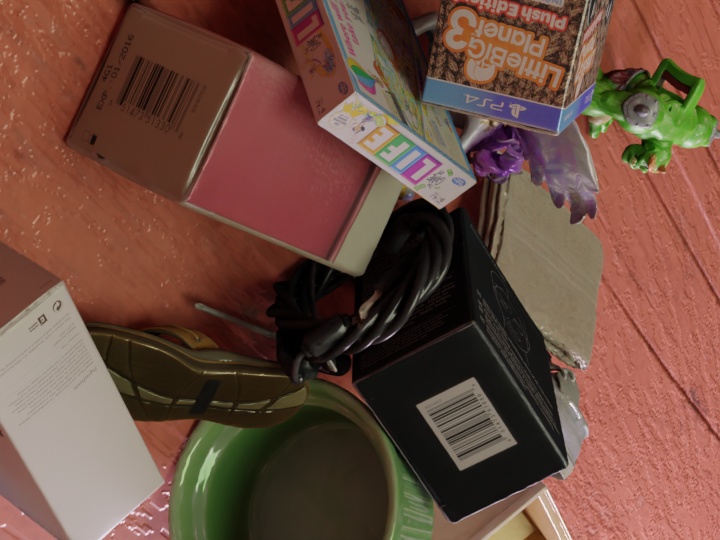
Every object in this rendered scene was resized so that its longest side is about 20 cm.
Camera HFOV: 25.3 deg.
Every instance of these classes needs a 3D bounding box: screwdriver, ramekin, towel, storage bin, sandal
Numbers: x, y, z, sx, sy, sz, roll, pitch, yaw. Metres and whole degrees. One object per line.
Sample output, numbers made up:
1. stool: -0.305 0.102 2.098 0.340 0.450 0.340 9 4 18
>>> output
1. screwdriver: -0.065 0.054 1.265 0.200 0.029 0.028 27 90 -57
2. ramekin: -0.041 0.187 1.247 0.200 0.200 0.098 -63 149 -1
3. towel: 0.160 -0.003 1.446 0.200 0.034 0.133 37 56 -46
4. storage bin: 0.089 0.276 1.478 0.200 0.094 0.199 -39 142 -7
5. sandal: -0.130 0.070 1.170 0.200 0.054 0.080 11 131 -31

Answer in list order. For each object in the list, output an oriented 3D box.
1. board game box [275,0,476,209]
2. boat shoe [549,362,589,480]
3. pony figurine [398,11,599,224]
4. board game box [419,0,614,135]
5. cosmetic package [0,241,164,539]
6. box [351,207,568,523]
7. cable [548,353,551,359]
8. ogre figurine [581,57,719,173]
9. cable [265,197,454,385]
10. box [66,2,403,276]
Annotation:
1. board game box: 0.001 -0.149 1.091 0.034 0.200 0.134 -36 138 21
2. boat shoe: 0.164 0.119 1.453 0.072 0.070 0.201 -56 148 -18
3. pony figurine: 0.098 -0.130 1.277 0.200 0.167 0.193 -22 120 -21
4. board game box: 0.123 -0.209 1.097 0.159 0.097 0.200 -41 144 -69
5. cosmetic package: -0.217 0.081 1.049 0.085 0.108 0.200 -42 136 -25
6. box: 0.075 0.069 1.259 0.107 0.200 0.149 -28 113 14
7. cable: 0.097 0.105 1.468 0.163 0.051 0.200 -52 143 -6
8. ogre figurine: 0.243 -0.148 1.435 0.098 0.120 0.200 -59 141 -5
9. cable: 0.000 0.000 1.201 0.163 0.200 0.051 -40 106 14
10. box: -0.076 -0.086 1.097 0.200 0.128 0.109 22 93 -53
